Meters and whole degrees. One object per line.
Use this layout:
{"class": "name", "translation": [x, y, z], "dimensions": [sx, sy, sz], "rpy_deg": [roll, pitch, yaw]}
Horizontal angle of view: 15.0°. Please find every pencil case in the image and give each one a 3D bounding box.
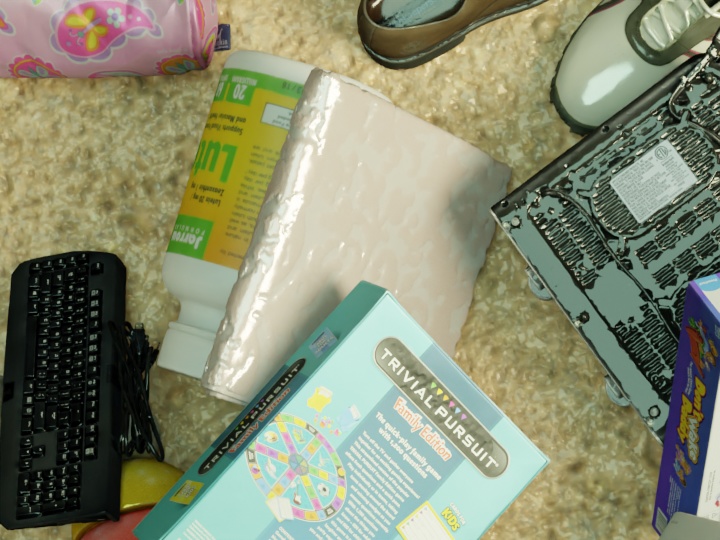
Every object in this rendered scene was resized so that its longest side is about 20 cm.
{"class": "pencil case", "translation": [-0.186, -0.166, 1.742], "dimensions": [0.199, 0.087, 0.088], "rpy_deg": [-2, 83, 7]}

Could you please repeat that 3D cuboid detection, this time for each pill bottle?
{"class": "pill bottle", "translation": [-0.058, -0.025, 1.692], "dimensions": [0.110, 0.111, 0.201], "rpy_deg": [16, 86, 9]}

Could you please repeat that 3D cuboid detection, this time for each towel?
{"class": "towel", "translation": [0.000, 0.000, 1.654], "dimensions": [0.032, 0.191, 0.201], "rpy_deg": [15, 85, 42]}

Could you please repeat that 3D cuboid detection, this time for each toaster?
{"class": "toaster", "translation": [0.203, -0.019, 1.652], "dimensions": [0.200, 0.119, 0.181], "rpy_deg": [-37, 81, 3]}

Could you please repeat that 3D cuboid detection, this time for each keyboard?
{"class": "keyboard", "translation": [-0.174, 0.063, 1.690], "dimensions": [0.103, 0.040, 0.201], "rpy_deg": [-7, 54, 6]}

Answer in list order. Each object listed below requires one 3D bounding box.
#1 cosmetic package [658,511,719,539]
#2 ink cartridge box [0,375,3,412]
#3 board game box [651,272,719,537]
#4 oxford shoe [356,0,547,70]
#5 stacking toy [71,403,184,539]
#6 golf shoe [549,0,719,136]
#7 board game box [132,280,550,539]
{"class": "cosmetic package", "translation": [0.241, 0.237, 1.563], "dimensions": [0.200, 0.085, 0.108], "rpy_deg": [36, 80, -16]}
{"class": "ink cartridge box", "translation": [-0.345, 0.092, 1.731], "dimensions": [0.199, 0.084, 0.145], "rpy_deg": [24, 88, 10]}
{"class": "board game box", "translation": [0.246, 0.075, 1.582], "dimensions": [0.134, 0.201, 0.045], "rpy_deg": [-17, 46, -19]}
{"class": "oxford shoe", "translation": [0.085, -0.197, 1.707], "dimensions": [0.200, 0.084, 0.073], "rpy_deg": [-37, 79, 0]}
{"class": "stacking toy", "translation": [-0.130, 0.168, 1.691], "dimensions": [0.145, 0.146, 0.201], "rpy_deg": [-14, 63, 6]}
{"class": "golf shoe", "translation": [0.196, -0.163, 1.687], "dimensions": [0.200, 0.088, 0.077], "rpy_deg": [-40, 82, 3]}
{"class": "board game box", "translation": [-0.010, 0.131, 1.594], "dimensions": [0.200, 0.047, 0.151], "rpy_deg": [-47, 110, -9]}
